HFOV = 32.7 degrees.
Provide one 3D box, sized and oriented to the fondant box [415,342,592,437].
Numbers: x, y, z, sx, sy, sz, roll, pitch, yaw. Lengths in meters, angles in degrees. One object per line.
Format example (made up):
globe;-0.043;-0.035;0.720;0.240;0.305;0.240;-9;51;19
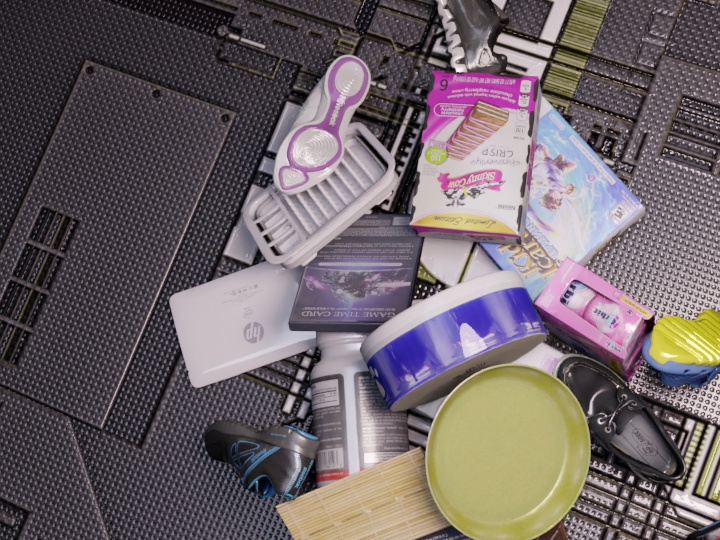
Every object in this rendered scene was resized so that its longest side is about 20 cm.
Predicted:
fondant box;0.187;0.152;1.474;0.199;0.058;0.145;28;86;15

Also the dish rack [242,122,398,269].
dish rack;-0.046;-0.089;1.549;0.200;0.044;0.172;-39;34;2

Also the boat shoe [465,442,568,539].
boat shoe;0.177;0.272;1.432;0.075;0.075;0.203;-32;105;-8

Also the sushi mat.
sushi mat;0.006;0.277;1.400;0.199;0.012;0.096;-25;88;19

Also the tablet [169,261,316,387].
tablet;-0.142;0.061;1.588;0.199;0.014;0.131;-20;75;8

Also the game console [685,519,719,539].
game console;0.415;0.217;1.336;0.172;0.200;0.119;-26;74;6

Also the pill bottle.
pill bottle;-0.001;0.165;1.482;0.115;0.116;0.201;-6;78;11

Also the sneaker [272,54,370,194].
sneaker;-0.051;-0.177;1.572;0.075;0.100;0.200;33;73;-9

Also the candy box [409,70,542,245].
candy box;0.142;-0.138;1.495;0.136;0.061;0.201;5;79;14

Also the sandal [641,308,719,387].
sandal;0.370;0.100;1.389;0.080;0.200;0.087;47;116;28

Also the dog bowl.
dog bowl;0.104;0.080;1.373;0.199;0.200;0.079;-27;75;6

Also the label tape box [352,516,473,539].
label tape box;0.082;0.339;1.434;0.143;0.066;0.201;-18;88;9

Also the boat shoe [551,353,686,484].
boat shoe;0.299;0.172;1.394;0.074;0.066;0.200;-41;104;-9

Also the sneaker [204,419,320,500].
sneaker;-0.132;0.228;1.476;0.200;0.073;0.082;-7;61;52

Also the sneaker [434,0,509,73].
sneaker;0.143;-0.332;1.581;0.090;0.066;0.201;-12;80;7

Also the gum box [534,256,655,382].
gum box;0.271;0.058;1.398;0.113;0.200;0.066;34;87;19

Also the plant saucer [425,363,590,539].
plant saucer;0.160;0.202;1.361;0.199;0.031;0.201;-1;92;-18

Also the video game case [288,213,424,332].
video game case;0.000;0.000;1.508;0.142;0.019;0.200;0;43;12

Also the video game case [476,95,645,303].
video game case;0.218;-0.088;1.523;0.181;0.045;0.200;-41;74;3
